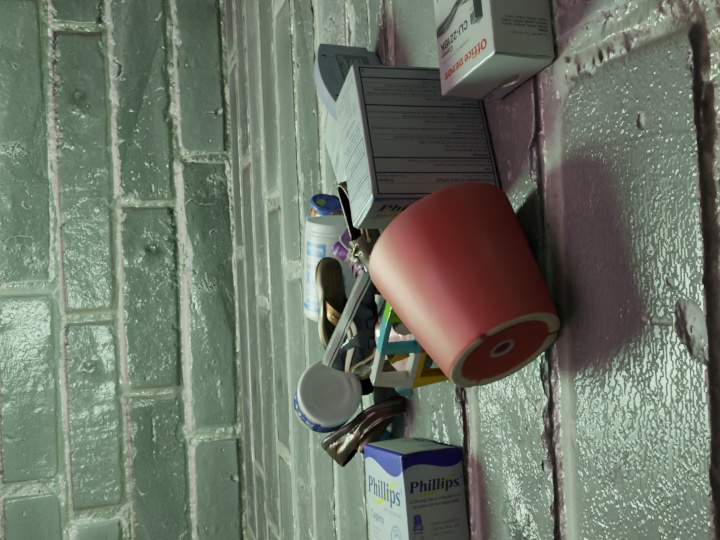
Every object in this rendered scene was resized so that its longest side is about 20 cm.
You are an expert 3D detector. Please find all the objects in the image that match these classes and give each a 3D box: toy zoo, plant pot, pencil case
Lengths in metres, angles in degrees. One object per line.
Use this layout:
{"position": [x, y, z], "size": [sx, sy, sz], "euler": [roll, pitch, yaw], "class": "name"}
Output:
{"position": [0.088, 0.109, 1.077], "size": [0.021, 0.130, 0.201], "euler": [-116, 29, -50], "class": "toy zoo"}
{"position": [0.131, 0.026, 0.869], "size": [0.201, 0.199, 0.178], "euler": [108, 145, -47], "class": "plant pot"}
{"position": [-0.082, -0.082, 1.659], "size": [0.078, 0.087, 0.201], "euler": [31, 131, 25], "class": "pencil case"}

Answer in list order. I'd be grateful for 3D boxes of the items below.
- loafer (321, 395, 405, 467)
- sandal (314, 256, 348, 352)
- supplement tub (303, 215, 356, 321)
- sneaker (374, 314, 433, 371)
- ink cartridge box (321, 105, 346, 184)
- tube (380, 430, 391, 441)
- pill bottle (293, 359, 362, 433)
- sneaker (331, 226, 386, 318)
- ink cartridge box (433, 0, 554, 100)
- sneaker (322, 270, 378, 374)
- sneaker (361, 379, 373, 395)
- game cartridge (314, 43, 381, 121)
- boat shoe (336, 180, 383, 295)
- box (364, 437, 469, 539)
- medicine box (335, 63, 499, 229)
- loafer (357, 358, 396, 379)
{"position": [0.016, 0.299, 1.351], "size": [0.200, 0.073, 0.071], "euler": [-41, 72, 30], "class": "loafer"}
{"position": [-0.035, 0.073, 1.294], "size": [0.054, 0.080, 0.201], "euler": [-9, 87, 36], "class": "sandal"}
{"position": [-0.050, -0.004, 1.485], "size": [0.132, 0.131, 0.201], "euler": [-145, 53, -68], "class": "supplement tub"}
{"position": [0.076, 0.070, 1.136], "size": [0.104, 0.075, 0.201], "euler": [36, 128, 34], "class": "sneaker"}
{"position": [-0.008, -0.262, 1.394], "size": [0.146, 0.082, 0.201], "euler": [103, 157, -47], "class": "ink cartridge box"}
{"position": [0.056, 0.391, 1.343], "size": [0.077, 0.050, 0.201], "euler": [-45, 45, 30], "class": "tube"}
{"position": [-0.068, 0.248, 1.403], "size": [0.200, 0.119, 0.120], "euler": [112, 151, -69], "class": "pill bottle"}
{"position": [0.000, 0.000, 1.294], "size": [0.073, 0.114, 0.201], "euler": [121, 156, -42], "class": "sneaker"}
{"position": [0.155, -0.326, 0.888], "size": [0.144, 0.083, 0.201], "euler": [159, 108, -70], "class": "ink cartridge box"}
{"position": [0.002, 0.089, 1.203], "size": [0.079, 0.079, 0.201], "euler": [-68, 0, -53], "class": "sneaker"}
{"position": [0.005, 0.158, 1.434], "size": [0.098, 0.070, 0.202], "euler": [-126, 36, -60], "class": "sneaker"}
{"position": [-0.014, -0.338, 1.329], "size": [0.041, 0.132, 0.201], "euler": [116, 147, -44], "class": "game cartridge"}
{"position": [0.008, -0.053, 1.208], "size": [0.072, 0.059, 0.201], "euler": [161, 98, -70], "class": "boat shoe"}
{"position": [0.086, 0.377, 1.161], "size": [0.184, 0.104, 0.201], "euler": [156, 111, -70], "class": "box"}
{"position": [0.074, -0.168, 1.001], "size": [0.103, 0.181, 0.201], "euler": [130, 135, -65], "class": "medicine box"}
{"position": [0.060, 0.132, 1.277], "size": [0.200, 0.067, 0.076], "euler": [-39, 57, 49], "class": "loafer"}
